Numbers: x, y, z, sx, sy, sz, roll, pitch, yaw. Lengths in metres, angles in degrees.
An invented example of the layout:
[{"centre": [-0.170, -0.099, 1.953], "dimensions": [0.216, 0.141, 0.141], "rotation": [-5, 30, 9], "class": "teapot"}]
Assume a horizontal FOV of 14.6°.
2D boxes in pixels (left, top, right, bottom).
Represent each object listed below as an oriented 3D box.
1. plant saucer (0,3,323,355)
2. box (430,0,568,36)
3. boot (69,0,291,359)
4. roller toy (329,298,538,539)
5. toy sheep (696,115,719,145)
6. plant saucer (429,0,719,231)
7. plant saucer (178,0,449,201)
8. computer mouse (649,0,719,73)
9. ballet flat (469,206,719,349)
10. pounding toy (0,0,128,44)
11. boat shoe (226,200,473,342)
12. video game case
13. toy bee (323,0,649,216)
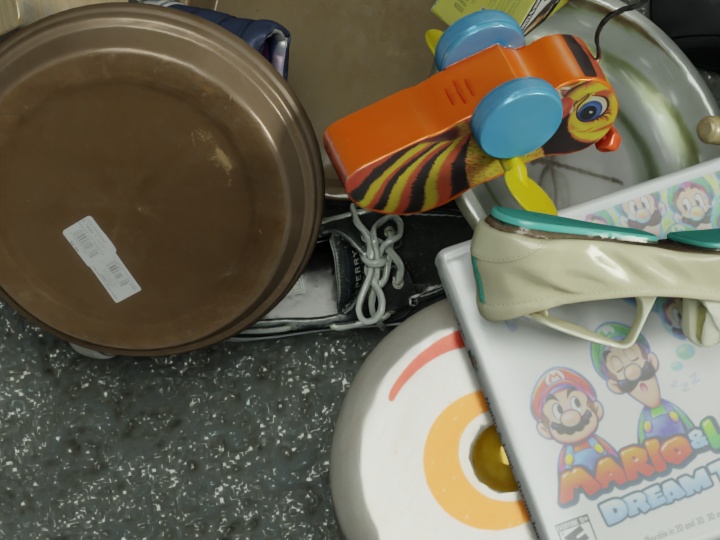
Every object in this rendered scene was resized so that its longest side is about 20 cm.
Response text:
[{"centre": [-0.119, -0.040, 1.452], "dimensions": [0.199, 0.030, 0.201], "rotation": [2, 117, 3], "class": "plant saucer"}, {"centre": [0.120, -0.191, 1.529], "dimensions": [0.050, 0.075, 0.200], "rotation": [40, 44, 9], "class": "box"}, {"centre": [-0.100, -0.046, 1.523], "dimensions": [0.090, 0.073, 0.201], "rotation": [10, 88, 31], "class": "boot"}, {"centre": [0.072, 0.108, 1.470], "dimensions": [0.199, 0.140, 0.183], "rotation": [-16, 76, -2], "class": "roller toy"}, {"centre": [0.261, -0.051, 1.511], "dimensions": [0.137, 0.138, 0.201], "rotation": [-30, 73, -6], "class": "toy sheep"}, {"centre": [0.115, -0.060, 1.534], "dimensions": [0.199, 0.050, 0.201], "rotation": [13, 62, -26], "class": "plant saucer"}, {"centre": [-0.005, -0.133, 1.589], "dimensions": [0.199, 0.029, 0.201], "rotation": [0, 76, 2], "class": "plant saucer"}, {"centre": [0.269, -0.171, 1.584], "dimensions": [0.199, 0.046, 0.141], "rotation": [12, 77, 4], "class": "computer mouse"}, {"centre": [0.149, 0.007, 1.381], "dimensions": [0.199, 0.069, 0.070], "rotation": [4, 76, -10], "class": "ballet flat"}, {"centre": [-0.206, -0.194, 1.546], "dimensions": [0.183, 0.142, 0.201], "rotation": [-20, 74, 30], "class": "pounding toy"}, {"centre": [-0.001, -0.003, 1.529], "dimensions": [0.198, 0.068, 0.074], "rotation": [-6, 90, 0], "class": "boat shoe"}, {"centre": [0.159, 0.045, 1.413], "dimensions": [0.199, 0.024, 0.183], "rotation": [-18, 79, -11], "class": "video game case"}, {"centre": [0.088, -0.077, 1.426], "dimensions": [0.199, 0.109, 0.132], "rotation": [-14, 57, 20], "class": "toy bee"}]
